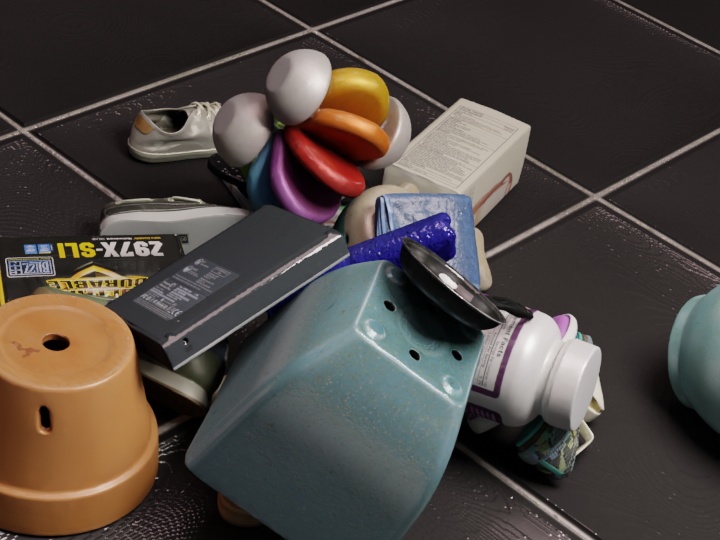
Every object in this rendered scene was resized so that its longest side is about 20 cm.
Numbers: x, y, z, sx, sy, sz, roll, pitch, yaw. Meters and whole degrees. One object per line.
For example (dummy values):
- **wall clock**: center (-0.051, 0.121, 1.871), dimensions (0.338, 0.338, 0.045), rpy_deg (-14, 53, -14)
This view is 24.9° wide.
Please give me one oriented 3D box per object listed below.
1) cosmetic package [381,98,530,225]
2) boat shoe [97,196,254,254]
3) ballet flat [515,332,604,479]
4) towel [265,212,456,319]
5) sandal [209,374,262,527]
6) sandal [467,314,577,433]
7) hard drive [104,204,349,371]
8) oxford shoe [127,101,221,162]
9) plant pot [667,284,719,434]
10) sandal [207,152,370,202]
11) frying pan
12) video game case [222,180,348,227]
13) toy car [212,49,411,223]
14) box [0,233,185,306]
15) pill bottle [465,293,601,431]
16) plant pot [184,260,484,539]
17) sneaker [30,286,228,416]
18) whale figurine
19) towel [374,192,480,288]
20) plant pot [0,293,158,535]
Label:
- **cosmetic package**: center (0.112, -0.114, 1.930), dimensions (0.103, 0.088, 0.200), rpy_deg (24, 38, 20)
- **boat shoe**: center (-0.184, -0.051, 1.775), dimensions (0.198, 0.071, 0.064), rpy_deg (3, 36, -8)
- **ballet flat**: center (0.207, 0.139, 1.629), dimensions (0.074, 0.075, 0.200), rpy_deg (20, 38, 13)
- **towel**: center (0.000, 0.000, 1.570), dimensions (0.199, 0.050, 0.148), rpy_deg (-21, 1, 4)
- **sandal**: center (-0.101, 0.141, 1.525), dimensions (0.077, 0.070, 0.212), rpy_deg (6, 35, -7)
- **sandal**: center (0.163, 0.089, 1.653), dimensions (0.050, 0.082, 0.203), rpy_deg (52, 40, -8)
- **hard drive**: center (-0.125, 0.010, 1.498), dimensions (0.199, 0.033, 0.139), rpy_deg (-34, 29, -22)
- **oxford shoe**: center (-0.185, -0.175, 1.962), dimensions (0.199, 0.058, 0.075), rpy_deg (-11, 38, -31)
- **plant pot**: center (0.397, 0.088, 1.655), dimensions (0.134, 0.202, 0.200), rpy_deg (5, 23, 44)
- **sandal**: center (-0.083, -0.094, 1.861), dimensions (0.199, 0.048, 0.075), rpy_deg (7, 31, -28)
- **frying pan**: center (0.086, 0.014, 1.428), dimensions (0.115, 0.031, 0.190), rpy_deg (41, 9, 13)
- **video game case**: center (-0.066, -0.080, 1.892), dimensions (0.142, 0.018, 0.200), rpy_deg (-10, 40, -26)
- **toy car**: center (-0.049, -0.121, 1.722), dimensions (0.174, 0.200, 0.151), rpy_deg (26, 46, -36)
- **box**: center (-0.270, 0.027, 1.661), dimensions (0.199, 0.050, 0.160), rpy_deg (-1, 35, -17)
- **pill bottle**: center (0.121, 0.082, 1.545), dimensions (0.199, 0.113, 0.112), rpy_deg (18, 35, 19)
- **plant pot**: center (0.001, 0.111, 1.427), dimensions (0.195, 0.200, 0.197), rpy_deg (37, 35, -9)
- **sneaker**: center (-0.216, 0.054, 1.566), dimensions (0.199, 0.067, 0.090), rpy_deg (31, 64, -4)
- **whale figurine**: center (0.052, -0.016, 1.779), dimensions (0.199, 0.104, 0.160), rpy_deg (7, 62, -41)
- **towel**: center (0.071, 0.017, 1.667), dimensions (0.111, 0.049, 0.202), rpy_deg (0, 78, -16)
- **plant pot**: center (-0.273, 0.116, 1.453), dimensions (0.199, 0.141, 0.201), rpy_deg (8, 35, -6)
